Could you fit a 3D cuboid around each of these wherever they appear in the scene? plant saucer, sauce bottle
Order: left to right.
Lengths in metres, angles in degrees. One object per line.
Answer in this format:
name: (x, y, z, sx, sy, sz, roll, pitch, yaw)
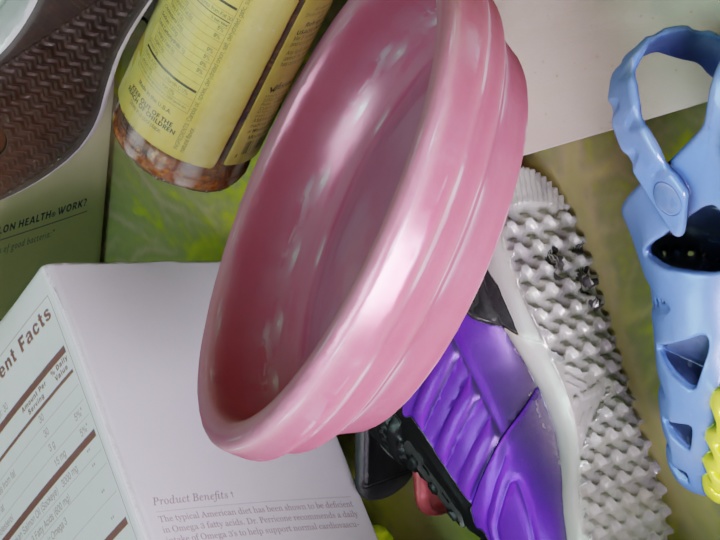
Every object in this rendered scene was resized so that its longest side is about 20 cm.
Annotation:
sauce bottle: (-0.035, -0.123, 1.095, 0.066, 0.066, 0.200, 46, 125, 23)
plant saucer: (0.004, -0.020, 1.037, 0.201, 0.051, 0.201, -55, 22, 34)

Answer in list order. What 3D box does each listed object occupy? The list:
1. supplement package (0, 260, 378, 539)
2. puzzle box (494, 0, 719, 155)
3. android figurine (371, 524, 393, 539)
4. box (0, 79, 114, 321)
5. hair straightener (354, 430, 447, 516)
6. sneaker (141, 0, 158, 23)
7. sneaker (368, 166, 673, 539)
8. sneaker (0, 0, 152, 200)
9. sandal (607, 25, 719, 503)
supplement package: (-0.079, 0.108, 1.187, 0.117, 0.116, 0.201, -48, 54, 42)
puzzle box: (0.094, -0.120, 1.029, 0.199, 0.025, 0.134, -14, 94, 47)
android figurine: (0.016, 0.204, 1.220, 0.182, 0.041, 0.201, 30, 126, 35)
box: (-0.206, -0.043, 1.250, 0.096, 0.175, 0.201, 29, 124, 34)
hair straightener: (0.000, 0.000, 1.156, 0.077, 0.041, 0.201, 6, 111, 44)
sneaker: (-0.086, -0.203, 1.156, 0.200, 0.076, 0.115, 52, 130, 4)
sneaker: (0.054, 0.068, 1.096, 0.099, 0.069, 0.201, -17, 84, 32)
sneaker: (-0.133, -0.107, 1.142, 0.200, 0.073, 0.085, -48, 42, 33)
sandal: (0.129, -0.009, 0.990, 0.087, 0.079, 0.201, 28, 131, 36)
